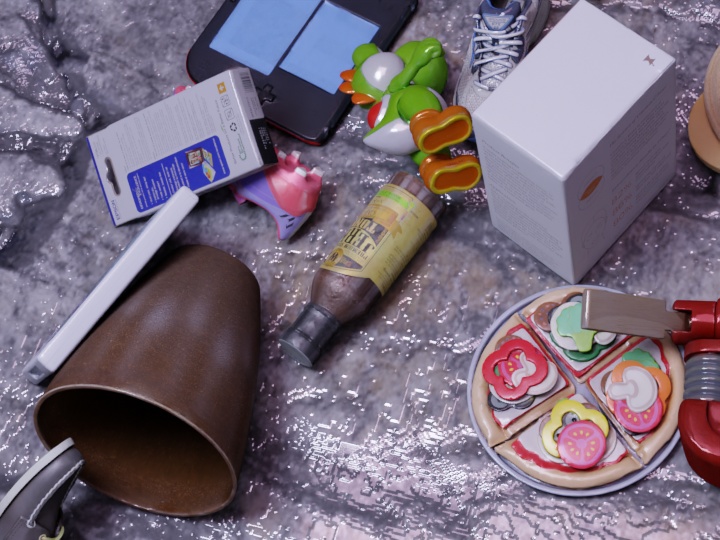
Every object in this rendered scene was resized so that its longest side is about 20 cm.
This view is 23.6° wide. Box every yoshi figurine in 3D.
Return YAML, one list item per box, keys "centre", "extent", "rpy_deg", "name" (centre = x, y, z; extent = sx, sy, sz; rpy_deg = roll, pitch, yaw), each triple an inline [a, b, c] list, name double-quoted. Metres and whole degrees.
- centre: [0.061, -0.162, 1.621]
  extent: [0.113, 0.111, 0.200]
  rpy_deg: [-54, 39, 17]
  name: "yoshi figurine"

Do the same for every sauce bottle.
- centre: [0.000, 0.000, 1.584]
  extent: [0.064, 0.065, 0.201]
  rpy_deg: [30, 71, 23]
  name: "sauce bottle"

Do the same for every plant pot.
- centre: [-0.165, 0.081, 1.525]
  extent: [0.185, 0.188, 0.201]
  rpy_deg: [9, 52, 15]
  name: "plant pot"

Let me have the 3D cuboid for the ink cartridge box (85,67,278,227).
- centre: [-0.172, -0.115, 1.641]
  extent: [0.199, 0.037, 0.095]
  rpy_deg: [-19, 88, 34]
  name: "ink cartridge box"

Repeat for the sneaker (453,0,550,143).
- centre: [0.130, -0.218, 1.657]
  extent: [0.076, 0.085, 0.202]
  rpy_deg: [7, 66, 14]
  name: "sneaker"

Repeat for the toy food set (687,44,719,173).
- centre: [0.416, -0.159, 1.594]
  extent: [0.197, 0.049, 0.201]
  rpy_deg: [20, 68, 19]
  name: "toy food set"

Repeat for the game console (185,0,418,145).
- centre: [-0.062, -0.237, 1.735]
  extent: [0.176, 0.031, 0.201]
  rpy_deg: [26, 72, 22]
  name: "game console"

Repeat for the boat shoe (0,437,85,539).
- centre: [-0.292, 0.231, 1.490]
  extent: [0.061, 0.072, 0.202]
  rpy_deg: [43, 110, 10]
  name: "boat shoe"

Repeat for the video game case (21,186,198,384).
- centre: [-0.230, 0.016, 1.564]
  extent: [0.023, 0.182, 0.200]
  rpy_deg: [41, 74, -7]
  name: "video game case"

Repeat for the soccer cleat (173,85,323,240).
- centre: [-0.119, -0.110, 1.662]
  extent: [0.200, 0.067, 0.077]
  rpy_deg: [38, 109, 26]
  name: "soccer cleat"

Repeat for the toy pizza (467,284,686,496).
- centre: [0.192, 0.100, 1.516]
  extent: [0.198, 0.032, 0.202]
  rpy_deg: [-4, 63, 9]
  name: "toy pizza"

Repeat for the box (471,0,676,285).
- centre: [0.193, -0.110, 1.526]
  extent: [0.106, 0.200, 0.152]
  rpy_deg: [38, 74, 25]
  name: "box"

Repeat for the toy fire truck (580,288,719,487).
- centre: [0.289, 0.086, 1.455]
  extent: [0.198, 0.129, 0.177]
  rpy_deg: [3, 64, 18]
  name: "toy fire truck"
